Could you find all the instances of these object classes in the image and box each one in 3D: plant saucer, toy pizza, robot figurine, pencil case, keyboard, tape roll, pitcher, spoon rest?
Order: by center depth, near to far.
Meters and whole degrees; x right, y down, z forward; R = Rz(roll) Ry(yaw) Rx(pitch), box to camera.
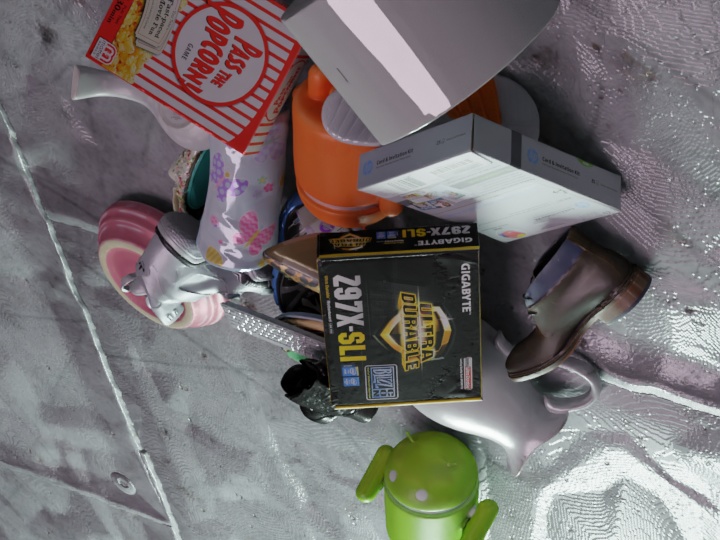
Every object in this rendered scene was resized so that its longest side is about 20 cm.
[{"bbox_3d":[0.050,-0.225,1.302,0.139,0.203,0.203,51,142,-14],"label":"tape roll"},{"bbox_3d":[-0.011,-0.126,1.532,0.144,0.117,0.200,14,137,14],"label":"robot figurine"},{"bbox_3d":[-0.127,-0.098,1.639,0.083,0.091,0.200,-119,30,-56],"label":"pencil case"},{"bbox_3d":[0.146,0.114,1.662,0.200,0.121,0.172,38,123,-14],"label":"pitcher"},{"bbox_3d":[-0.225,-0.193,1.690,0.200,0.061,0.099,16,106,25],"label":"spoon rest"},{"bbox_3d":[-0.071,0.082,1.737,0.200,0.011,0.056,20,149,23],"label":"keyboard"},{"bbox_3d":[-0.015,0.105,1.783,0.200,0.032,0.200,19,161,7],"label":"toy pizza"},{"bbox_3d":[0.087,0.278,1.867,0.175,0.116,0.200,27,142,27],"label":"robot figurine"},{"bbox_3d":[-0.257,0.002,1.919,0.200,0.051,0.201,27,146,20],"label":"plant saucer"}]

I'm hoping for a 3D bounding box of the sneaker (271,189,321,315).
[{"bbox_3d":[-0.051,-0.004,1.730,0.083,0.071,0.200,29,140,24],"label":"sneaker"}]

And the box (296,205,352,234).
[{"bbox_3d":[0.000,0.000,1.675,0.200,0.039,0.041,52,-176,-36],"label":"box"}]

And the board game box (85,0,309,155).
[{"bbox_3d":[-0.157,-0.232,1.536,0.200,0.046,0.152,32,104,10],"label":"board game box"}]

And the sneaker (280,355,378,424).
[{"bbox_3d":[-0.048,0.133,1.731,0.104,0.060,0.200,26,166,-24],"label":"sneaker"}]

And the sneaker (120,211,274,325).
[{"bbox_3d":[-0.184,0.009,1.772,0.115,0.075,0.200,-46,138,18],"label":"sneaker"}]

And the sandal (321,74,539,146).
[{"bbox_3d":[0.066,-0.147,1.447,0.207,0.079,0.059,3,176,-3],"label":"sandal"}]

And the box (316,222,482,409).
[{"bbox_3d":[0.042,0.048,1.528,0.160,0.049,0.200,-2,128,2],"label":"box"}]

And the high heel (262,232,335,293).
[{"bbox_3d":[-0.024,0.027,1.610,0.200,0.071,0.143,10,146,-19],"label":"high heel"}]

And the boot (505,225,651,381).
[{"bbox_3d":[0.192,0.033,1.539,0.097,0.075,0.200,40,127,-10],"label":"boot"}]

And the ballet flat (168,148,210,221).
[{"bbox_3d":[-0.194,-0.092,1.764,0.064,0.076,0.200,34,142,24],"label":"ballet flat"}]

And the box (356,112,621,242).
[{"bbox_3d":[0.122,-0.082,1.432,0.200,0.041,0.156,19,158,-36],"label":"box"}]
